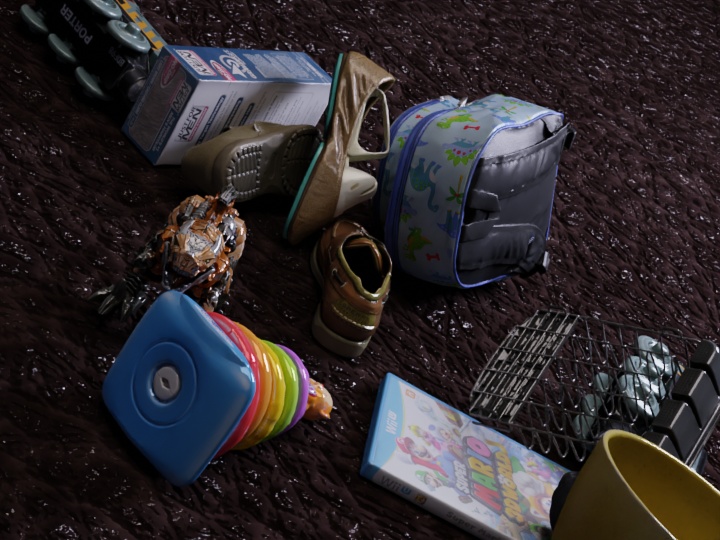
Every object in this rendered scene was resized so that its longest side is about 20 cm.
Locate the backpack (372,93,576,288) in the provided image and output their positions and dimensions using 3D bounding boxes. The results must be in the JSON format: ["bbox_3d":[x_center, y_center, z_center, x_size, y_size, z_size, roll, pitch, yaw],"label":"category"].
[{"bbox_3d":[0.096,-0.076,1.646,0.147,0.184,0.200,17,18,25],"label":"backpack"}]

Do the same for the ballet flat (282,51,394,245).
[{"bbox_3d":[-0.012,-0.109,1.592,0.072,0.068,0.200,17,68,-1],"label":"ballet flat"}]

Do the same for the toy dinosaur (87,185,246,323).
[{"bbox_3d":[-0.124,-0.009,1.318,0.102,0.136,0.200,34,16,16],"label":"toy dinosaur"}]

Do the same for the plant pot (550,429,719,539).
[{"bbox_3d":[0.208,0.235,1.238,0.200,0.142,0.200,36,16,-12],"label":"plant pot"}]

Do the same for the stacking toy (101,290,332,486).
[{"bbox_3d":[-0.080,0.091,1.268,0.116,0.110,0.200,45,18,31],"label":"stacking toy"}]

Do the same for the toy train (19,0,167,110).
[{"bbox_3d":[-0.244,-0.228,1.653,0.200,0.085,0.114,48,21,29],"label":"toy train"}]

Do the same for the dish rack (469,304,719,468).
[{"bbox_3d":[0.197,0.103,1.434,0.200,0.055,0.153,11,47,35],"label":"dish rack"}]

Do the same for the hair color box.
[{"bbox_3d":[-0.122,-0.157,1.631,0.061,0.100,0.200,45,29,26],"label":"hair color box"}]

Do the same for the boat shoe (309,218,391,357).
[{"bbox_3d":[0.000,0.000,1.525,0.072,0.068,0.200,22,27,-15],"label":"boat shoe"}]

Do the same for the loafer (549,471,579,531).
[{"bbox_3d":[0.237,0.229,1.365,0.200,0.068,0.070,37,28,-9],"label":"loafer"}]

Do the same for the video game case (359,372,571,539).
[{"bbox_3d":[0.098,0.169,1.393,0.200,0.018,0.143,28,27,-6],"label":"video game case"}]

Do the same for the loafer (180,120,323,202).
[{"bbox_3d":[-0.098,-0.106,1.593,0.067,0.076,0.200,17,11,23],"label":"loafer"}]

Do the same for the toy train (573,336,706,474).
[{"bbox_3d":[0.263,0.138,1.548,0.114,0.085,0.200,45,25,0],"label":"toy train"}]
